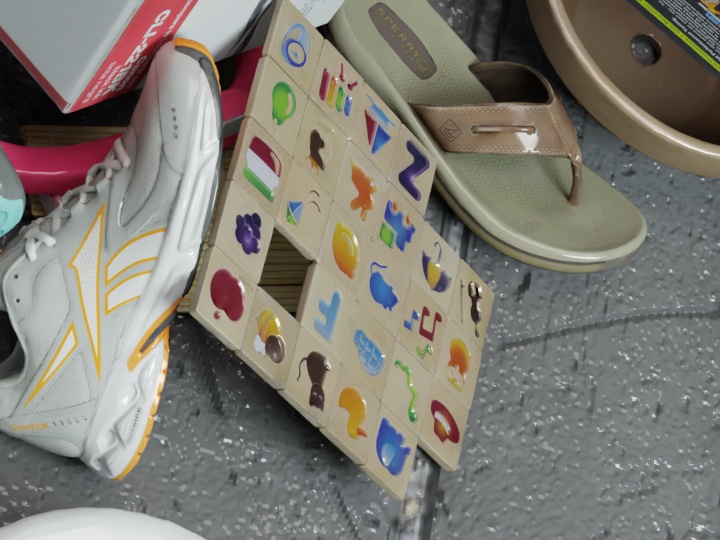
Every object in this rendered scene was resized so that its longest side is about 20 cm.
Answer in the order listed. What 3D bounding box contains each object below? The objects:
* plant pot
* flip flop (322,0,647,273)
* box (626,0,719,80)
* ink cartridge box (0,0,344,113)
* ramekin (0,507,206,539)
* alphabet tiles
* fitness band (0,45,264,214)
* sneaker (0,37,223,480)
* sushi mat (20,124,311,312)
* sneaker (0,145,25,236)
[{"bbox_3d":[0.161,-0.129,1.422,0.200,0.093,0.202,9,66,-21],"label":"plant pot"},{"bbox_3d":[0.063,-0.079,1.373,0.200,0.058,0.081,49,46,6],"label":"flip flop"},{"bbox_3d":[0.210,-0.134,1.299,0.200,0.160,0.044,40,61,-3],"label":"box"},{"bbox_3d":[-0.095,-0.169,1.266,0.144,0.084,0.200,49,38,13],"label":"ink cartridge box"},{"bbox_3d":[-0.116,0.195,1.166,0.199,0.098,0.201,9,66,-19],"label":"ramekin"},{"bbox_3d":[0.000,0.000,1.283,0.200,0.008,0.168,45,47,-41],"label":"alphabet tiles"},{"bbox_3d":[-0.129,-0.103,1.312,0.199,0.037,0.144,-23,69,-31],"label":"fitness band"},{"bbox_3d":[-0.117,-0.008,1.217,0.092,0.076,0.201,15,105,-8],"label":"sneaker"},{"bbox_3d":[-0.061,-0.024,1.329,0.199,0.012,0.096,0,69,-23],"label":"sushi mat"},{"bbox_3d":[-0.194,-0.103,1.224,0.091,0.078,0.200,-28,70,-31],"label":"sneaker"}]
